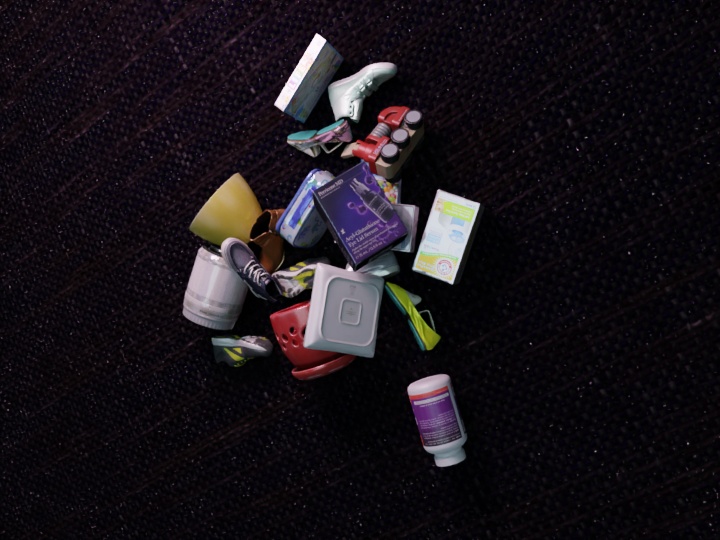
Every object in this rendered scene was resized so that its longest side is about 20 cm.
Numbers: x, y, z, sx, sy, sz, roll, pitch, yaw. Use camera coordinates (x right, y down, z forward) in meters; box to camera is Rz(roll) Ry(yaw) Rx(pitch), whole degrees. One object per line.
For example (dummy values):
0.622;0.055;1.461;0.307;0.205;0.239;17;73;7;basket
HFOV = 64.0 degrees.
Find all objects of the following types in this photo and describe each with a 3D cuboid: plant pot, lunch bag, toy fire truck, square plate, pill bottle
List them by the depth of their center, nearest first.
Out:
-0.031;0.099;1.382;0.028;0.197;0.202;-1;78;58;square plate
0.191;0.364;1.403;0.111;0.112;0.203;-17;85;18;pill bottle
0.044;-0.323;1.441;0.198;0.129;0.177;26;68;22;toy fire truck
-0.109;0.166;1.457;0.198;0.200;0.185;-20;89;17;plant pot
-0.123;-0.158;1.475;0.082;0.160;0.201;37;102;14;lunch bag
-0.340;-0.137;1.549;0.142;0.200;0.200;41;103;-8;plant pot

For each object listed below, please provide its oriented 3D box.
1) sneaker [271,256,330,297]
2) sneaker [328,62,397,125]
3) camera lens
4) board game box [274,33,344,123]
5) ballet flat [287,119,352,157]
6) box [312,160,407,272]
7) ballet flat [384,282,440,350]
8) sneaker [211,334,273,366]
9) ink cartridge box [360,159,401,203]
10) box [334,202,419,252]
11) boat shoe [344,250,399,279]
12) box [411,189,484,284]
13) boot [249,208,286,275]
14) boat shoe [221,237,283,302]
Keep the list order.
-0.153;0.015;1.531;0.198;0.085;0.075;-10;114;39;sneaker
0.014;-0.444;1.470;0.198;0.073;0.120;-15;79;28;sneaker
-0.385;0.040;1.565;0.158;0.160;0.203;22;98;17;camera lens
-0.130;-0.490;1.487;0.034;0.134;0.201;37;101;14;board game box
-0.106;-0.340;1.515;0.197;0.069;0.072;-7;122;32;ballet flat
-0.004;-0.124;1.341;0.147;0.104;0.202;-32;84;-7;box
0.136;0.105;1.451;0.066;0.067;0.202;-31;83;-5;ballet flat
-0.325;0.227;1.602;0.197;0.074;0.086;4;98;27;sneaker
0.045;-0.197;1.484;0.117;0.042;0.204;3;90;18;ink cartridge box
0.040;-0.112;1.436;0.196;0.060;0.119;9;95;16;box
0.000;0.000;1.481;0.197;0.070;0.073;-16;77;3;boat shoe
0.214;-0.078;1.395;0.111;0.101;0.203;21;97;17;box
-0.245;-0.070;1.520;0.076;0.155;0.201;36;101;14;boot
-0.270;0.000;1.473;0.092;0.201;0.075;17;60;46;boat shoe
